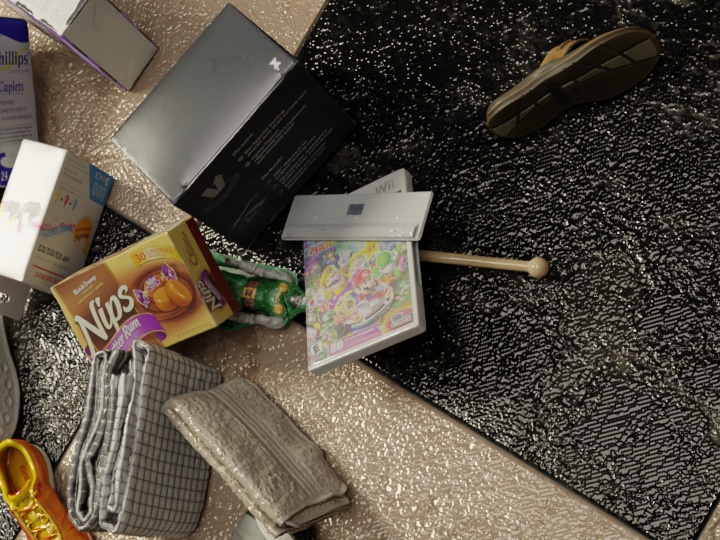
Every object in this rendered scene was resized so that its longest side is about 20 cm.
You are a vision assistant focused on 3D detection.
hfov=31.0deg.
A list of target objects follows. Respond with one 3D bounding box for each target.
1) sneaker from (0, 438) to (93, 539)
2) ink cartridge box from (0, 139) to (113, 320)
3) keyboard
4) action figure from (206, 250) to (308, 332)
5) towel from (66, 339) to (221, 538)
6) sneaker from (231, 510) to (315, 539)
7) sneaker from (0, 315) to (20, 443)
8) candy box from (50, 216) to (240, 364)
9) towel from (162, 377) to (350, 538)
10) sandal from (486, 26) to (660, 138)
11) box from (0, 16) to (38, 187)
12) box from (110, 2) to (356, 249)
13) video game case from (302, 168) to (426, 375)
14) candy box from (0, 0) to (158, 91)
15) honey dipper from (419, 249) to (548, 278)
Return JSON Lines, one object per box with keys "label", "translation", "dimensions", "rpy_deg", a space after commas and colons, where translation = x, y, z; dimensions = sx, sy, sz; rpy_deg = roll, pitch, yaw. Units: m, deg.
{"label": "sneaker", "translation": [-0.365, 0.282, 1.469], "dimensions": [0.073, 0.077, 0.201], "rpy_deg": [-38, 70, 5]}
{"label": "ink cartridge box", "translation": [-0.373, -0.038, 1.524], "dimensions": [0.067, 0.115, 0.202], "rpy_deg": [15, 83, 21]}
{"label": "keyboard", "translation": [-0.007, -0.059, 1.416], "dimensions": [0.199, 0.011, 0.057], "rpy_deg": [1, 61, 40]}
{"label": "action figure", "translation": [-0.142, 0.025, 1.468], "dimensions": [0.198, 0.055, 0.119], "rpy_deg": [7, 80, 17]}
{"label": "towel", "translation": [-0.236, 0.185, 1.401], "dimensions": [0.085, 0.165, 0.202], "rpy_deg": [1, 77, 24]}
{"label": "sneaker", "translation": [-0.064, 0.329, 1.365], "dimensions": [0.079, 0.074, 0.200], "rpy_deg": [-47, 62, 13]}
{"label": "sneaker", "translation": [-0.493, 0.129, 1.552], "dimensions": [0.145, 0.080, 0.202], "rpy_deg": [-17, 76, 23]}
{"label": "candy box", "translation": [-0.241, 0.031, 1.439], "dimensions": [0.199, 0.056, 0.117], "rpy_deg": [-22, 100, 33]}
{"label": "towel", "translation": [-0.107, 0.193, 1.373], "dimensions": [0.200, 0.132, 0.035], "rpy_deg": [43, 116, 21]}
{"label": "sandal", "translation": [0.223, -0.210, 1.397], "dimensions": [0.199, 0.082, 0.055], "rpy_deg": [-29, 48, 18]}
{"label": "box", "translation": [-0.497, -0.203, 1.578], "dimensions": [0.182, 0.105, 0.202], "rpy_deg": [0, 100, 18]}
{"label": "box", "translation": [-0.134, -0.153, 1.426], "dimensions": [0.117, 0.200, 0.197], "rpy_deg": [43, 92, 22]}
{"label": "video game case", "translation": [0.000, 0.000, 1.393], "dimensions": [0.142, 0.018, 0.201], "rpy_deg": [-24, 52, 28]}
{"label": "candy box", "translation": [-0.364, -0.320, 1.558], "dimensions": [0.199, 0.168, 0.072], "rpy_deg": [35, 88, 23]}
{"label": "honey dipper", "translation": [0.105, -0.013, 1.398], "dimensions": [0.198, 0.038, 0.038], "rpy_deg": [6, 79, 21]}
